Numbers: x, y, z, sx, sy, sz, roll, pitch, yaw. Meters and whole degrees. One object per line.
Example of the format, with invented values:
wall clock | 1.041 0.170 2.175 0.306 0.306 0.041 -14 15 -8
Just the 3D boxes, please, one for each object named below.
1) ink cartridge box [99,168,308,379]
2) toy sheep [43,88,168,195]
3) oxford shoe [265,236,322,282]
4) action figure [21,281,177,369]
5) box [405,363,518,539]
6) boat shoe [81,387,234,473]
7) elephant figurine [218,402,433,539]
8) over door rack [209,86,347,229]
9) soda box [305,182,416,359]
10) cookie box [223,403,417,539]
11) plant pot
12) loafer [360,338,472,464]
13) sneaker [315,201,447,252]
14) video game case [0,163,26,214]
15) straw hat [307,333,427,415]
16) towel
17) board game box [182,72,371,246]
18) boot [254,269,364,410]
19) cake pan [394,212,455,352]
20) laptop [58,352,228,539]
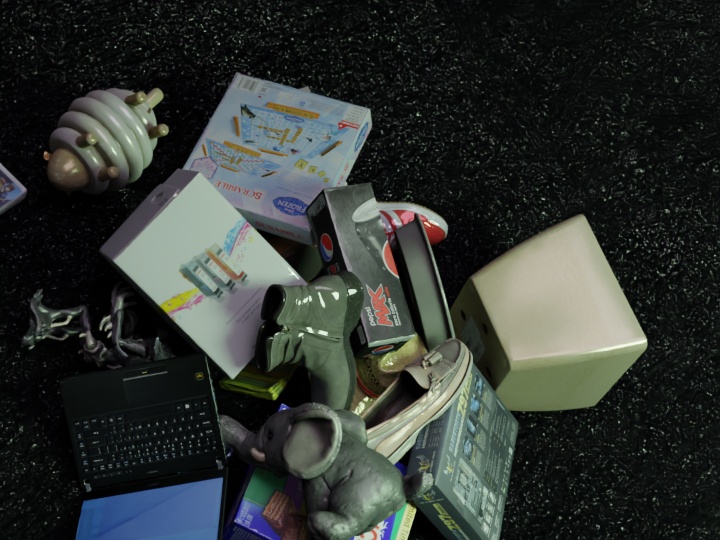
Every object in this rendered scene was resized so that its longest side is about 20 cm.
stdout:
ink cartridge box | -0.185 0.000 1.511 0.145 0.145 0.200 -45 106 -9
toy sheep | -0.318 -0.168 1.631 0.138 0.138 0.200 44 59 8
oxford shoe | -0.149 0.005 1.652 0.198 0.072 0.071 -20 37 -28
action figure | -0.288 0.072 1.504 0.198 0.119 0.103 18 60 -6
box | 0.127 0.225 1.577 0.158 0.051 0.201 52 38 -36
boat shoe | -0.237 0.184 1.481 0.198 0.069 0.085 14 55 -16
elephant figurine | -0.050 0.201 1.411 0.154 0.142 0.201 -24 74 -28
over door rack | -0.103 -0.137 1.722 0.146 0.067 0.201 -19 58 -5
soda box | 0.000 0.000 1.545 0.070 0.063 0.202 -9 73 -26
cookie box | -0.042 0.280 1.503 0.199 0.075 0.172 27 51 -7
plant pot | 0.226 0.077 1.693 0.175 0.200 0.201 -15 66 -21
loafer | 0.060 0.148 1.518 0.200 0.072 0.063 -49 126 -24
sneaker | 0.021 -0.039 1.740 0.198 0.072 0.113 10 51 -9
video game case | -0.541 -0.115 1.566 0.200 0.023 0.182 43 52 7
straw hat | 0.036 0.113 1.603 0.200 0.085 0.203 16 65 -36
towel | -0.094 0.082 1.615 0.085 0.018 0.201 8 44 30
board game box | -0.112 -0.147 1.665 0.198 0.041 0.201 18 63 17
boot | -0.070 0.096 1.478 0.130 0.202 0.067 -14 30 -38
cake pan | 0.083 0.027 1.663 0.036 0.201 0.202 -15 63 0
laptop | -0.241 0.208 1.389 0.175 0.103 0.202 -10 94 8
